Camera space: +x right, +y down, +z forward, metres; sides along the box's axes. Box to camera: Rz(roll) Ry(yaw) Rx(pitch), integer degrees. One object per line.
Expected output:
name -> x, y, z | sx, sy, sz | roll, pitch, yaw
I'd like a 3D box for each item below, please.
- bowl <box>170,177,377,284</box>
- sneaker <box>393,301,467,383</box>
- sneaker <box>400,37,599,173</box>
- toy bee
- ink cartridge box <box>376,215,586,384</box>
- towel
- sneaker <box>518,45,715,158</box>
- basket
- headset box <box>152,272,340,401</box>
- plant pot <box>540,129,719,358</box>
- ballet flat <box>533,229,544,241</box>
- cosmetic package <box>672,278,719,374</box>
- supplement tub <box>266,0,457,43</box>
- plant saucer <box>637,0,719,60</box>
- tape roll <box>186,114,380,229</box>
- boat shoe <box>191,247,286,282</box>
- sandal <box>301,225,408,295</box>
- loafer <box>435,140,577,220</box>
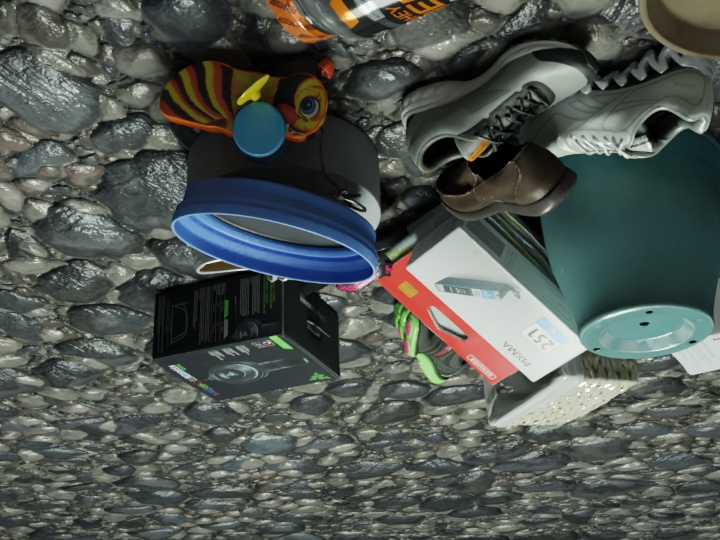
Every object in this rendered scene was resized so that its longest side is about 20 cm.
bowl -> -0.078, -0.036, 1.118 | 0.197, 0.040, 0.201 | 12, 166, 3
sneaker -> 0.098, 0.082, 1.555 | 0.083, 0.078, 0.200 | -25, 153, 8
sneaker -> 0.126, -0.144, 1.069 | 0.198, 0.081, 0.074 | -21, 146, 32
toy bee -> -0.072, -0.146, 1.059 | 0.198, 0.110, 0.131 | 26, 177, -22
ink cartridge box -> 0.128, 0.045, 1.300 | 0.199, 0.045, 0.176 | 41, 134, -12
towel -> 0.122, 0.002, 1.329 | 0.171, 0.048, 0.199 | 43, 135, -14
sneaker -> 0.231, -0.137, 1.087 | 0.198, 0.082, 0.075 | -21, 150, 37
basket -> 0.257, 0.116, 1.541 | 0.121, 0.138, 0.200 | 7, 153, -22
headset box -> -0.135, 0.083, 1.504 | 0.197, 0.094, 0.174 | -12, 153, 19
plant pot -> 0.280, -0.021, 1.201 | 0.196, 0.191, 0.201 | -1, 154, -1
ballet flat -> 0.194, -0.007, 1.376 | 0.197, 0.071, 0.069 | -7, 155, 27
cosmetic package -> 0.491, 0.059, 1.495 | 0.197, 0.082, 0.113 | -16, 149, 29
supplement tub -> 0.029, -0.238, 0.822 | 0.198, 0.124, 0.122 | -17, 150, 30
plant saucer -> 0.320, -0.237, 0.944 | 0.196, 0.030, 0.201 | -1, 155, 0
tape roll -> -0.078, -0.082, 1.200 | 0.196, 0.067, 0.201 | 0, 155, 0
boat shoe -> -0.090, -0.020, 1.317 | 0.196, 0.071, 0.071 | 1, 155, -13
sandal -> 0.000, 0.000, 1.312 | 0.074, 0.046, 0.200 | -24, 174, -33
loafer -> 0.130, -0.098, 1.141 | 0.071, 0.073, 0.199 | 48, 160, -19
